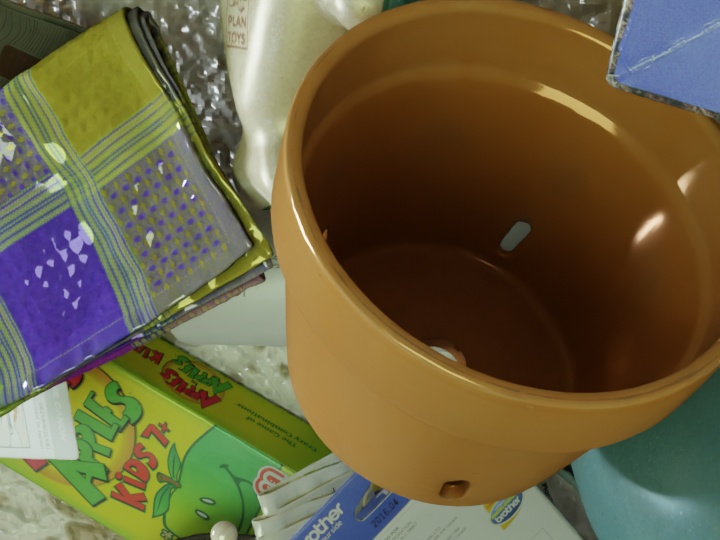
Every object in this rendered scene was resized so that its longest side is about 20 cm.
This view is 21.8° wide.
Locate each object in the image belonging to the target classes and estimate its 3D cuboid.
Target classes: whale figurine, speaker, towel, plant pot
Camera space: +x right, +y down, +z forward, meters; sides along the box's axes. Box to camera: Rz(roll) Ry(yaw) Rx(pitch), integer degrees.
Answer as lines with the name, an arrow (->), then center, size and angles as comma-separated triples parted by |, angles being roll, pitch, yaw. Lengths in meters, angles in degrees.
whale figurine -> -0.008, -0.121, 0.857 | 0.103, 0.159, 0.202 | 4, 96, -25
speaker -> 0.000, 0.000, 0.943 | 0.199, 0.081, 0.082 | 0, 113, 19
towel -> -0.147, -0.023, 0.901 | 0.199, 0.023, 0.144 | -27, 89, 23
plant pot -> 0.174, 0.074, 0.870 | 0.134, 0.199, 0.201 | 32, 125, 38
plant pot -> 0.051, 0.007, 0.783 | 0.199, 0.200, 0.140 | 29, 142, 5

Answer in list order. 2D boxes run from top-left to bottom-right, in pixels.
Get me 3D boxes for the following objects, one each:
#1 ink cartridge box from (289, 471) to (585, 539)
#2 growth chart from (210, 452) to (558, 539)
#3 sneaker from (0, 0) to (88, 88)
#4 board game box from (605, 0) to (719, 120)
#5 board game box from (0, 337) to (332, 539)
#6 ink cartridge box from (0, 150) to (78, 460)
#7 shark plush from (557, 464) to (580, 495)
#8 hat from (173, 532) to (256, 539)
ink cartridge box -> 0.055, 0.162, 0.960 | 0.119, 0.042, 0.200 | -45, 114, -10
growth chart -> 0.018, 0.144, 0.973 | 0.199, 0.018, 0.145 | -32, 109, -15
sneaker -> -0.182, -0.103, 0.978 | 0.199, 0.106, 0.075 | 32, 85, -24
board game box -> 0.201, -0.127, 0.744 | 0.158, 0.200, 0.097 | 19, 119, 12
board game box -> -0.122, 0.094, 1.048 | 0.199, 0.048, 0.102 | 30, 120, 5
ink cartridge box -> -0.218, 0.019, 1.003 | 0.199, 0.057, 0.164 | -4, 98, 34
shark plush -> 0.151, 0.153, 0.965 | 0.199, 0.091, 0.083 | 32, 152, -6
hat -> -0.049, 0.230, 1.025 | 0.199, 0.081, 0.201 | 3, 135, 3
